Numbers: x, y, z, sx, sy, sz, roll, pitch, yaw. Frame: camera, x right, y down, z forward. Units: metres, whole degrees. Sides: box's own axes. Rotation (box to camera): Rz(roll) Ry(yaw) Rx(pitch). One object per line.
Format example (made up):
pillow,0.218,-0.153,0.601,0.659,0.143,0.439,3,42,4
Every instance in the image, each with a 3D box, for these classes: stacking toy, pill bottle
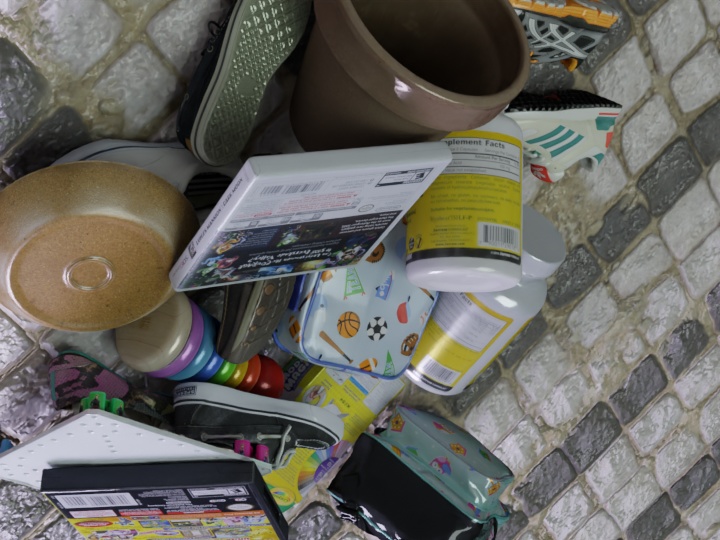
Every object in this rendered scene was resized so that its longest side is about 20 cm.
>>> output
stacking toy,-0.144,0.084,1.455,0.086,0.085,0.200,-51,141,3
pill bottle,0.119,0.027,1.538,0.111,0.113,0.200,7,136,-39
pill bottle,0.099,-0.086,1.425,0.111,0.111,0.202,12,76,-40

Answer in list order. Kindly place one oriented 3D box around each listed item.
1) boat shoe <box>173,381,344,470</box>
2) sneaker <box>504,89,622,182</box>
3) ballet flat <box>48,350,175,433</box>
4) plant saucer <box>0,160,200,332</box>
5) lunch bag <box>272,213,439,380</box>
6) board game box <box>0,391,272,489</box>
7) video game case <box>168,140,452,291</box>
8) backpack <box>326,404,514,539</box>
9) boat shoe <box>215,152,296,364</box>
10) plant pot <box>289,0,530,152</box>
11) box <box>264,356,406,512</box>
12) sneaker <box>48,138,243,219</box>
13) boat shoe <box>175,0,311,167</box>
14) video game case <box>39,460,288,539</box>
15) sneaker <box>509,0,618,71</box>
boat shoe,-0.095,0.159,1.454,0.198,0.073,0.069,21,63,-45
sneaker,0.185,-0.133,1.554,0.198,0.070,0.094,-6,115,-37
ballet flat,-0.215,0.139,1.428,0.199,0.069,0.072,29,55,-42
plant saucer,-0.233,-0.008,1.296,0.198,0.036,0.201,-8,138,-7
lunch bag,0.000,0.000,1.477,0.159,0.075,0.202,17,90,-34
board game box,-0.215,0.173,1.385,0.199,0.026,0.199,24,145,-35
video game case,-0.044,-0.046,1.286,0.198,0.024,0.182,-9,154,-35
backpack,0.076,0.240,1.632,0.154,0.175,0.200,-55,161,-4
boat shoe,-0.099,-0.014,1.406,0.202,0.073,0.074,-71,160,-2
plant pot,0.025,-0.172,1.335,0.199,0.202,0.175,-2,147,-35
box,-0.055,0.156,1.579,0.200,0.048,0.117,-48,134,-5
sneaker,-0.183,-0.075,1.320,0.198,0.071,0.074,-14,125,-29
boat shoe,-0.105,-0.187,1.316,0.074,0.062,0.202,28,84,-41
video game case,-0.180,0.224,1.428,0.198,0.026,0.181,-3,152,7
sneaker,0.167,-0.241,1.473,0.198,0.078,0.078,6,123,-37
